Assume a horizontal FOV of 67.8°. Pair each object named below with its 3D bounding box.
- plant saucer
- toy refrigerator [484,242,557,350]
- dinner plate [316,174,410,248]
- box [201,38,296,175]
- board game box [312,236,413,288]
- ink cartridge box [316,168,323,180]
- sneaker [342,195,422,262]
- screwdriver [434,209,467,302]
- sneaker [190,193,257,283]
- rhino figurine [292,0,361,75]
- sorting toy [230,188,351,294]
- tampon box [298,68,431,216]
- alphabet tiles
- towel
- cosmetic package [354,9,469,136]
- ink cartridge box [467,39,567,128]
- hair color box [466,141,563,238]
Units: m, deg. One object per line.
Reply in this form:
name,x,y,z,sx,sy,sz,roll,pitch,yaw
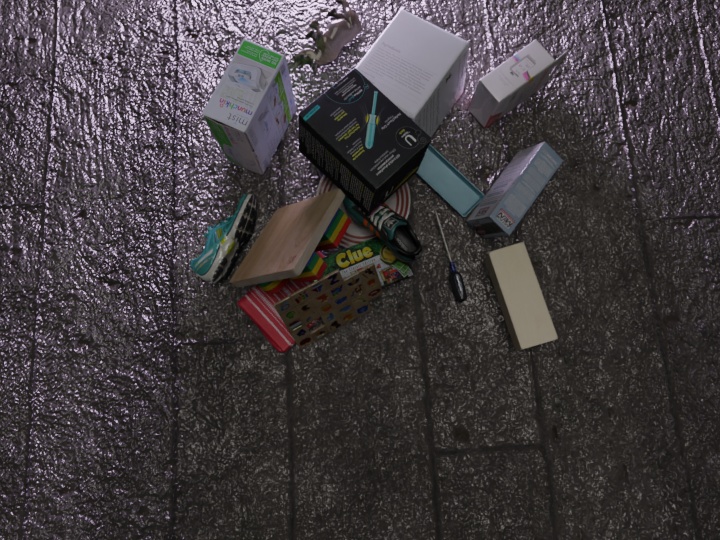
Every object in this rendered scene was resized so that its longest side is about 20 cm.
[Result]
plant saucer,0.173,-0.203,1.156,0.070,0.019,0.200,-44,81,-10
toy refrigerator,0.320,0.054,1.079,0.075,0.070,0.201,-17,78,2
dinner plate,0.005,-0.142,1.105,0.199,0.024,0.202,-3,104,-10
box,-0.213,-0.318,1.078,0.096,0.200,0.177,24,79,4
board game box,0.000,0.000,1.085,0.199,0.023,0.105,-23,86,-14
ink cartridge box,-0.036,-0.202,1.140,0.099,0.039,0.201,-19,80,-6
sneaker,0.048,-0.098,1.055,0.200,0.080,0.071,42,80,-3
screwdriver,0.187,-0.033,1.111,0.029,0.028,0.201,-15,81,25
sneaker,-0.277,-0.074,1.090,0.079,0.078,0.201,26,78,13
rhino figurine,-0.079,-0.512,1.194,0.087,0.060,0.200,42,83,-4
sorting toy,-0.125,-0.044,1.025,0.070,0.198,0.201,47,53,-30
tampon box,0.003,-0.236,1.004,0.200,0.126,0.150,45,73,8
alphabet tiles,-0.051,0.062,1.023,0.199,0.168,0.008,-29,53,-8
towel,-0.134,0.051,1.090,0.200,0.022,0.145,-43,80,-11
cosmetic package,0.098,-0.379,1.106,0.166,0.167,0.201,33,79,14
ink cartridge box,0.336,-0.409,1.155,0.200,0.117,0.068,-37,81,-10
hair color box,0.316,-0.163,1.103,0.061,0.099,0.200,41,79,-12
